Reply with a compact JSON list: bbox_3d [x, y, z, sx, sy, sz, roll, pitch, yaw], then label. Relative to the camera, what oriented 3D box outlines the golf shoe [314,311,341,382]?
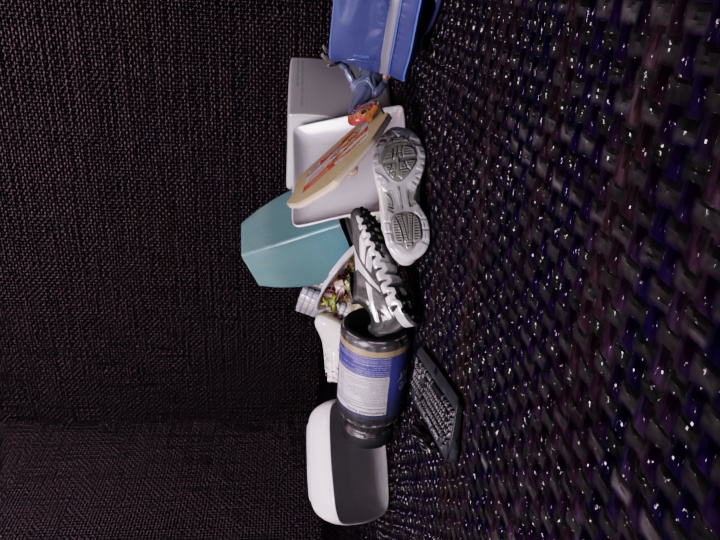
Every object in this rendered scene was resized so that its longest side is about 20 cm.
[{"bbox_3d":[-0.038,0.174,1.195,0.072,0.092,0.202,-1,127,48],"label":"golf shoe"}]

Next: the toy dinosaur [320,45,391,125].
[{"bbox_3d":[0.029,-0.289,0.927,0.199,0.103,0.186,32,-109,-60],"label":"toy dinosaur"}]

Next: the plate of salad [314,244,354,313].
[{"bbox_3d":[0.000,0.000,1.010,0.200,0.048,0.200,-46,-10,-11],"label":"plate of salad"}]

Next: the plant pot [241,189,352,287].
[{"bbox_3d":[-0.119,-0.059,1.139,0.143,0.195,0.143,68,-172,-48],"label":"plant pot"}]

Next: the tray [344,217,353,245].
[{"bbox_3d":[0.002,-0.039,1.163,0.108,0.022,0.204,-84,-22,-73],"label":"tray"}]

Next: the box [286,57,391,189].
[{"bbox_3d":[-0.045,-0.279,1.173,0.173,0.195,0.202,101,169,-47],"label":"box"}]

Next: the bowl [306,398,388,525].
[{"bbox_3d":[-0.027,0.326,1.044,0.199,0.073,0.205,23,-121,-57],"label":"bowl"}]

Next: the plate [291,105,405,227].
[{"bbox_3d":[-0.015,-0.166,0.983,0.032,0.195,0.204,62,-159,-60],"label":"plate"}]

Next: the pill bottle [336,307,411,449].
[{"bbox_3d":[0.018,0.170,0.945,0.112,0.109,0.205,-104,16,-64],"label":"pill bottle"}]

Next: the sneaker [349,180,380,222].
[{"bbox_3d":[0.016,-0.104,1.070,0.200,0.091,0.072,108,162,-67],"label":"sneaker"}]

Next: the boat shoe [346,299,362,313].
[{"bbox_3d":[0.012,0.050,1.077,0.064,0.072,0.201,62,168,2],"label":"boat shoe"}]

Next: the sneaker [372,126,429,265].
[{"bbox_3d":[0.052,-0.101,0.859,0.100,0.076,0.205,102,168,-73],"label":"sneaker"}]

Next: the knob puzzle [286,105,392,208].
[{"bbox_3d":[-0.027,-0.148,0.863,0.031,0.219,0.220,46,-171,-19],"label":"knob puzzle"}]

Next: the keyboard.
[{"bbox_3d":[0.078,0.169,0.740,0.200,0.039,0.107,-123,35,-79],"label":"keyboard"}]

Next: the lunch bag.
[{"bbox_3d":[0.040,-0.356,0.767,0.201,0.129,0.138,103,-178,-63],"label":"lunch bag"}]

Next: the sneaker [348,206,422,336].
[{"bbox_3d":[0.012,0.005,0.878,0.066,0.090,0.204,14,-131,-58],"label":"sneaker"}]

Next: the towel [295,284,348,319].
[{"bbox_3d":[-0.049,0.064,1.280,0.200,0.162,0.087,125,164,-80],"label":"towel"}]
